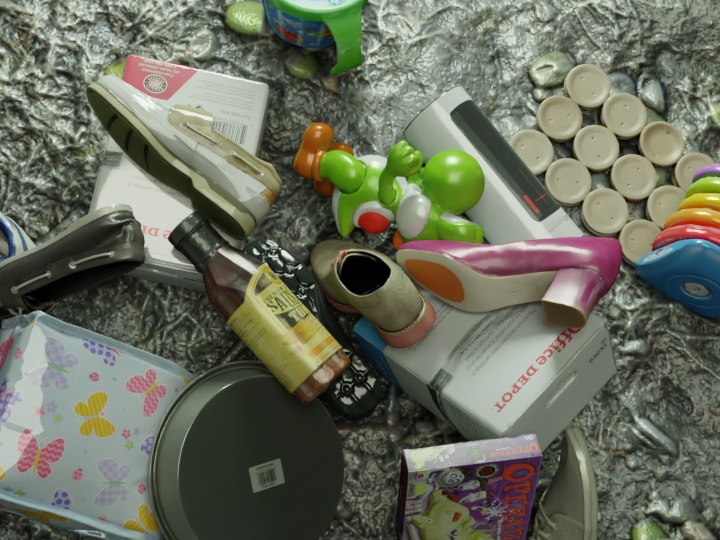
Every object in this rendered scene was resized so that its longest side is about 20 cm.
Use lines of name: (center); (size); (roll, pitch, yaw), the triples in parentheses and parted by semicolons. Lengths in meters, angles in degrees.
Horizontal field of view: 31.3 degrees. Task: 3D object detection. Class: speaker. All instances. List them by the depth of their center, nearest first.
speaker: (0.133, -0.084, 1.291); (0.081, 0.081, 0.200); (-36, 82, -14)

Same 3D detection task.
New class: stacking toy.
stacking toy: (0.366, -0.064, 1.295); (0.109, 0.116, 0.201); (31, 67, -15)

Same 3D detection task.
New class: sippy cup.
sippy cup: (-0.047, -0.293, 1.296); (0.138, 0.130, 0.179); (15, 75, -3)

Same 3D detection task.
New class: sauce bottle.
sauce bottle: (-0.095, 0.031, 1.164); (0.066, 0.066, 0.200); (-43, 88, -14)

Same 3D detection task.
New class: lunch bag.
lunch bag: (-0.248, 0.151, 1.163); (0.199, 0.127, 0.171); (22, 72, -27)

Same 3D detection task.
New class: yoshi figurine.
yoshi figurine: (0.042, -0.090, 1.237); (0.199, 0.113, 0.112); (27, 45, 27)

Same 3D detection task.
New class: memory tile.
memory tile: (0.265, -0.111, 1.345); (0.200, 0.017, 0.154); (40, 75, 5)

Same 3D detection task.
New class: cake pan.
cake pan: (-0.096, 0.183, 1.174); (0.199, 0.037, 0.202); (3, 85, -32)

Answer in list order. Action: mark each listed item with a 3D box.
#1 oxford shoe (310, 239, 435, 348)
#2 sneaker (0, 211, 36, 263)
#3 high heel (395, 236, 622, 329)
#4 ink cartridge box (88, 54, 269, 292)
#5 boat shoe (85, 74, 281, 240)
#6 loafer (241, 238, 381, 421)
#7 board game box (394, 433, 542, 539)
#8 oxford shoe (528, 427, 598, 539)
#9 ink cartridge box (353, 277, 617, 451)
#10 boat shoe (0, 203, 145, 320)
oxford shoe: (0.000, 0.000, 1.200); (0.070, 0.200, 0.075); (-43, 123, -11)
sneaker: (-0.388, -0.061, 1.221); (0.199, 0.088, 0.076); (34, 76, 4)
high heel: (0.133, -0.012, 1.162); (0.199, 0.068, 0.096); (12, 49, 32)
ink cartridge box: (-0.177, -0.090, 1.254); (0.144, 0.085, 0.202); (12, 74, -3)
boat shoe: (-0.162, -0.116, 1.187); (0.200, 0.075, 0.069); (41, 69, -3)
loafer: (-0.053, 0.060, 1.237); (0.068, 0.070, 0.201); (-33, 79, -17)
board game box: (0.092, 0.223, 1.153); (0.119, 0.201, 0.032); (-9, 46, -10)
oxford shoe: (0.185, 0.240, 1.183); (0.057, 0.075, 0.202); (0, 111, 0)
ink cartridge box: (0.116, 0.072, 1.199); (0.145, 0.084, 0.200); (-44, 51, -15)
boat shoe: (-0.279, 0.009, 1.164); (0.199, 0.067, 0.057); (-30, 72, 19)
